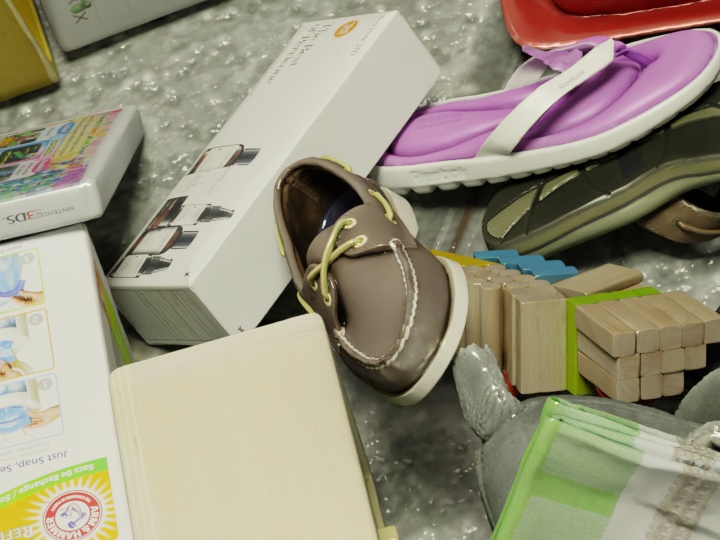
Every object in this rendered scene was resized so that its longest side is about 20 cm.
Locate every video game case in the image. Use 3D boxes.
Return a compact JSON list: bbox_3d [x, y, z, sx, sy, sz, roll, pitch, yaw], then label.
[{"bbox_3d":[-0.211,-0.040,1.267,0.181,0.024,0.200,-12,14,4],"label":"video game case"}]

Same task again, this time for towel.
[{"bbox_3d":[0.142,0.149,0.983,0.199,0.150,0.031,18,10,-11],"label":"towel"}]

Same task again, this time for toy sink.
[{"bbox_3d":[-0.032,0.143,1.077,0.111,0.131,0.201,-15,49,1],"label":"toy sink"}]

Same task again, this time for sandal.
[{"bbox_3d":[0.089,-0.088,1.251,0.202,0.050,0.083,-18,34,18],"label":"sandal"},{"bbox_3d":[0.159,-0.043,1.229,0.200,0.058,0.080,-20,29,20],"label":"sandal"}]

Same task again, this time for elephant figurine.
[{"bbox_3d":[0.160,0.106,1.050,0.199,0.155,0.142,-16,47,11],"label":"elephant figurine"}]

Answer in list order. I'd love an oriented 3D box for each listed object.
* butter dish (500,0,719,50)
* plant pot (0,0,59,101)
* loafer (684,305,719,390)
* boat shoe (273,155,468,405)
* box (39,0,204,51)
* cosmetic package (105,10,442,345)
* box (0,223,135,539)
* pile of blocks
[{"bbox_3d":[0.162,-0.240,1.322,0.198,0.148,0.201,-8,50,7],"label":"butter dish"},{"bbox_3d":[-0.317,-0.186,1.379,0.199,0.196,0.195,-25,50,2],"label":"plant pot"},{"bbox_3d":[0.232,0.083,1.105,0.200,0.068,0.071,39,90,30],"label":"loafer"},{"bbox_3d":[0.000,0.000,1.139,0.072,0.059,0.200,-53,21,13],"label":"boat shoe"},{"bbox_3d":[-0.141,-0.280,1.397,0.170,0.201,0.200,-20,49,-5],"label":"box"},{"bbox_3d":[-0.046,-0.050,1.267,0.082,0.051,0.200,1,47,48],"label":"cosmetic package"},{"bbox_3d":[-0.155,0.096,1.155,0.101,0.113,0.201,-14,49,-1],"label":"box"},{"bbox_3d":[0.090,0.033,1.178,0.082,0.063,0.199,-17,23,-41],"label":"pile of blocks"}]
